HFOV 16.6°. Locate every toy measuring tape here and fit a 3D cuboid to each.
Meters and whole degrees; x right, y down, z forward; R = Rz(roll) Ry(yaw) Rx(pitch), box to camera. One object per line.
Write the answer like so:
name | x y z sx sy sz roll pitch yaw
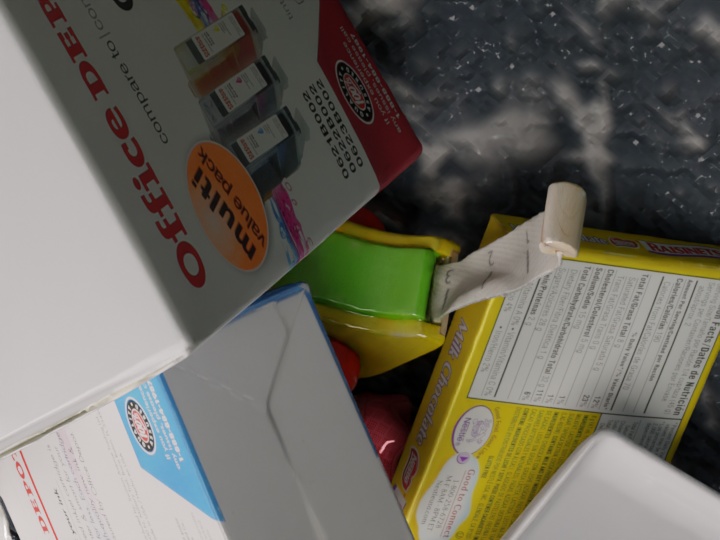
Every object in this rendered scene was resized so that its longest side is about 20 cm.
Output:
toy measuring tape | 0.000 0.000 0.854 0.073 0.074 0.200 34 153 -16

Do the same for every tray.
tray | 0.108 0.127 0.931 0.200 0.022 0.108 31 101 -43

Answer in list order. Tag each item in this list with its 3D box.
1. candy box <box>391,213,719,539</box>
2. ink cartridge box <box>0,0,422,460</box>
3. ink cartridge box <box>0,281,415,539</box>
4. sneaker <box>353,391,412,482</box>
candy box | 0.062 0.076 0.906 0.101 0.026 0.201 6 118 -28
ink cartridge box | -0.100 -0.040 0.763 0.144 0.200 0.146 -26 98 27
ink cartridge box | -0.068 0.080 0.883 0.200 0.068 0.116 -16 97 60
sneaker | 0.026 0.128 0.970 0.086 0.074 0.201 -21 120 22
